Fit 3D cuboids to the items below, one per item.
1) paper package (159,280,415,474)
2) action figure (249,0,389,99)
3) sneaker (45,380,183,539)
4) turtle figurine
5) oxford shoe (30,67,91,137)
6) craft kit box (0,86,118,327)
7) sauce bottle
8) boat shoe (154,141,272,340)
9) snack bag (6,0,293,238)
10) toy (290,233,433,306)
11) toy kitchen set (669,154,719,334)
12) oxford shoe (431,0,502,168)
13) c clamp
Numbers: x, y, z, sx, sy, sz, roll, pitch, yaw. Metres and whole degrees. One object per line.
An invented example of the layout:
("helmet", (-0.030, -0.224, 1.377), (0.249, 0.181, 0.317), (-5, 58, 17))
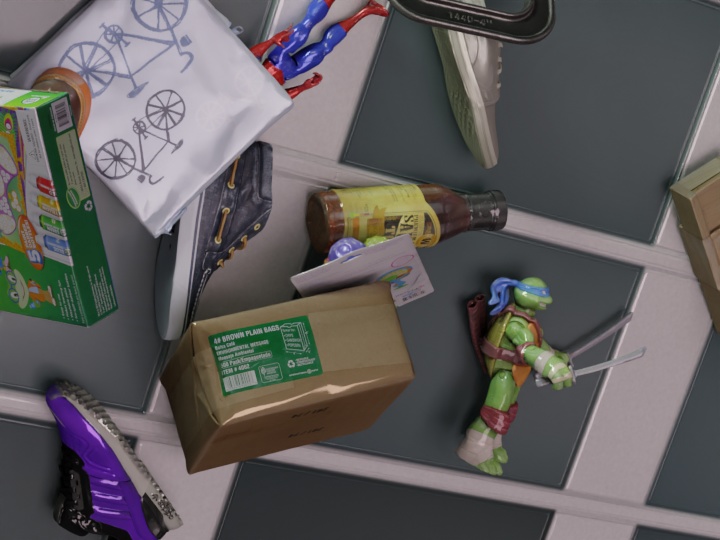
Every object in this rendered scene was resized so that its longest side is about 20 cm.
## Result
("paper package", (-0.070, 0.100, 1.745), (0.199, 0.191, 0.104), (-12, 73, -20))
("action figure", (-0.066, -0.197, 1.730), (0.200, 0.052, 0.065), (-40, 123, -4))
("sneaker", (-0.256, 0.200, 1.770), (0.099, 0.070, 0.200), (-36, 118, -6))
("turtle figurine", (0.189, 0.118, 1.900), (0.199, 0.144, 0.194), (20, 103, -25))
("oxford shoe", (-0.290, -0.078, 1.632), (0.071, 0.073, 0.201), (17, 119, 3))
("craft kit box", (-0.308, -0.060, 1.587), (0.048, 0.197, 0.201), (-33, 121, -42))
("sauce bottle", (0.048, -0.053, 1.820), (0.199, 0.066, 0.066), (-6, 110, -21))
("boat shoe", (-0.135, -0.029, 1.741), (0.091, 0.071, 0.201), (5, 104, -21))
("snack bag", (-0.182, -0.161, 1.673), (0.189, 0.021, 0.200), (-45, 102, -6))
("toy", (0.000, 0.000, 1.771), (0.115, 0.047, 0.200), (-22, 159, 3))
("toy kitchen set", (0.459, -0.022, 1.949), (0.163, 0.180, 0.200), (-32, 122, -12))
("oxford shoe", (0.112, -0.194, 1.795), (0.058, 0.075, 0.201), (-19, 110, -14))
("c clamp", (0.110, -0.285, 1.752), (0.199, 0.027, 0.171), (5, 61, -18))
